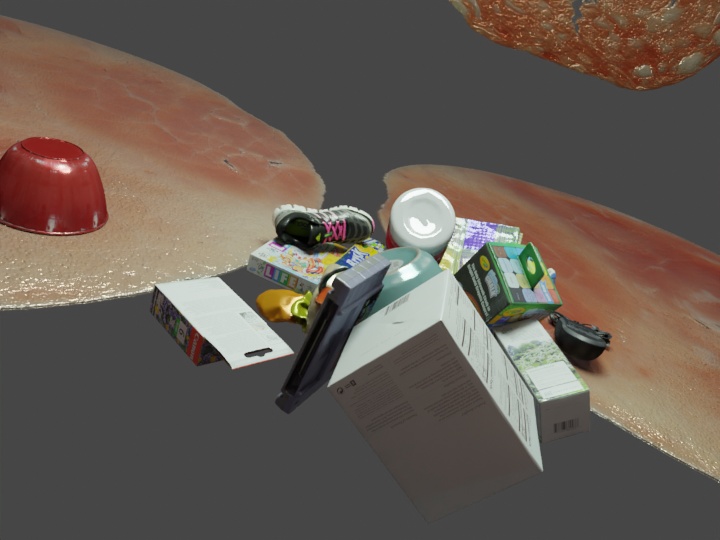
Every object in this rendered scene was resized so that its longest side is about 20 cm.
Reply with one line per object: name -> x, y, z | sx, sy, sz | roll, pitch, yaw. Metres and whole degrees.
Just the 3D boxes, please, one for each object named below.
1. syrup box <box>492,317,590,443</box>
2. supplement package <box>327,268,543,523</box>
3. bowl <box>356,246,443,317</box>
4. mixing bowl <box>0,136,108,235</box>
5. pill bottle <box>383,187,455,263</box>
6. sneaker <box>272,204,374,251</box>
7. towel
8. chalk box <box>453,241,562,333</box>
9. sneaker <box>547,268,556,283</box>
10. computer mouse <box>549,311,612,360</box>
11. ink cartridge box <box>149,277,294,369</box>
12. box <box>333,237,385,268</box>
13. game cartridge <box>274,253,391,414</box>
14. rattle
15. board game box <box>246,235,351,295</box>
syrup box -> 0.278, 0.165, 0.987 | 0.077, 0.083, 0.201 | -13, 28, -4
supplement package -> 0.090, 0.141, 0.726 | 0.201, 0.150, 0.151 | 54, 21, -10
bowl -> 0.054, 0.034, 0.974 | 0.197, 0.107, 0.201 | -17, 17, 5
mixing bowl -> -0.515, -0.153, 1.048 | 0.196, 0.110, 0.201 | 17, 23, -8
pill bottle -> 0.099, -0.053, 1.112 | 0.110, 0.114, 0.200 | 21, -18, 5
sneaker -> -0.071, -0.075, 1.175 | 0.195, 0.075, 0.088 | 5, 29, -4
towel -> 0.214, -0.045, 1.247 | 0.196, 0.023, 0.145 | 13, 58, 13
chalk box -> 0.252, 0.034, 1.088 | 0.122, 0.200, 0.127 | 4, 56, -31
sneaker -> 0.343, 0.010, 1.408 | 0.196, 0.078, 0.076 | 14, 25, -9
computer mouse -> 0.432, 0.139, 1.242 | 0.136, 0.054, 0.200 | 23, 11, 13
ink cartridge box -> -0.193, 0.084, 0.864 | 0.108, 0.051, 0.199 | -7, 36, -47
box -> 0.000, 0.000, 1.176 | 0.069, 0.065, 0.200 | 23, 23, 10
game cartridge -> -0.032, 0.080, 0.806 | 0.038, 0.202, 0.129 | 35, 27, 18
rattle -> -0.088, 0.030, 0.898 | 0.142, 0.131, 0.200 | 33, -4, 8
board game box -> -0.108, -0.020, 1.171 | 0.132, 0.035, 0.200 | 23, 24, 8
